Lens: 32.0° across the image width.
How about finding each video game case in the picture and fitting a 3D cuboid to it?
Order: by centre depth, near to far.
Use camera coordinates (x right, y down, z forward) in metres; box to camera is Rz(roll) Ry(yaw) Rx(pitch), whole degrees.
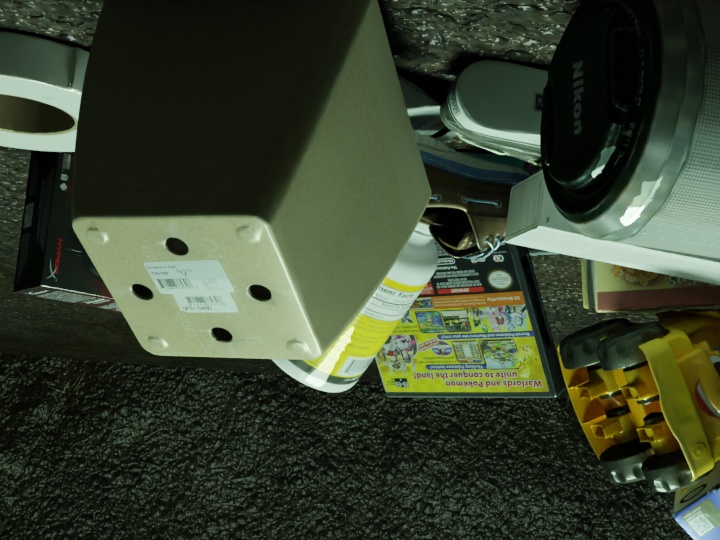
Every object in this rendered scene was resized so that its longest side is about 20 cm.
[{"bbox_3d":[0.081,0.033,1.175,0.198,0.183,0.025,-4,-160,39],"label":"video game case"}]

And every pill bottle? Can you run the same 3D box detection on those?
[{"bbox_3d":[0.000,0.000,1.106,0.110,0.112,0.201,13,122,-40],"label":"pill bottle"}]

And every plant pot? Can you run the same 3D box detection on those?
[{"bbox_3d":[-0.081,-0.051,0.836,0.197,0.179,0.201,1,139,20],"label":"plant pot"}]

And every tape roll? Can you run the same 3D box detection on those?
[{"bbox_3d":[-0.279,-0.142,1.018,0.199,0.038,0.203,4,168,1],"label":"tape roll"}]

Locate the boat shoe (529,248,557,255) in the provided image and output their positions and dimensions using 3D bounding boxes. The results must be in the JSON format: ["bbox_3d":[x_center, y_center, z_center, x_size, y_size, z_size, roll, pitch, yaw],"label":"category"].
[{"bbox_3d":[0.223,-0.046,1.216,0.198,0.072,0.091,1,175,31],"label":"boat shoe"}]

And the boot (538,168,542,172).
[{"bbox_3d":[0.270,-0.064,1.084,0.209,0.081,0.157,18,161,-32],"label":"boot"}]

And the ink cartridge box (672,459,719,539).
[{"bbox_3d":[0.345,0.168,1.083,0.136,0.076,0.200,-42,-177,26],"label":"ink cartridge box"}]

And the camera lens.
[{"bbox_3d":[0.220,-0.089,0.765,0.197,0.163,0.160,8,168,-17],"label":"camera lens"}]

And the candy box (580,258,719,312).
[{"bbox_3d":[0.269,0.009,1.170,0.114,0.056,0.200,-4,178,7],"label":"candy box"}]

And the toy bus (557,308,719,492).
[{"bbox_3d":[0.291,0.092,1.088,0.190,0.138,0.200,-21,-179,-11],"label":"toy bus"}]

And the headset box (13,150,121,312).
[{"bbox_3d":[-0.228,-0.037,1.236,0.198,0.151,0.077,13,167,-35],"label":"headset box"}]

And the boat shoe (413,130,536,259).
[{"bbox_3d":[0.087,-0.048,1.013,0.197,0.073,0.072,16,161,-21],"label":"boat shoe"}]

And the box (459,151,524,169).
[{"bbox_3d":[0.051,-0.079,1.172,0.197,0.050,0.082,4,169,3],"label":"box"}]

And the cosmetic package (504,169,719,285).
[{"bbox_3d":[0.219,-0.033,0.967,0.197,0.051,0.082,11,173,-11],"label":"cosmetic package"}]

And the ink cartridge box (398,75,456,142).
[{"bbox_3d":[-0.001,-0.127,1.016,0.197,0.058,0.162,-14,177,-25],"label":"ink cartridge box"}]

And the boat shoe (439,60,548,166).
[{"bbox_3d":[0.157,-0.110,0.943,0.197,0.072,0.064,14,167,-8],"label":"boat shoe"}]
